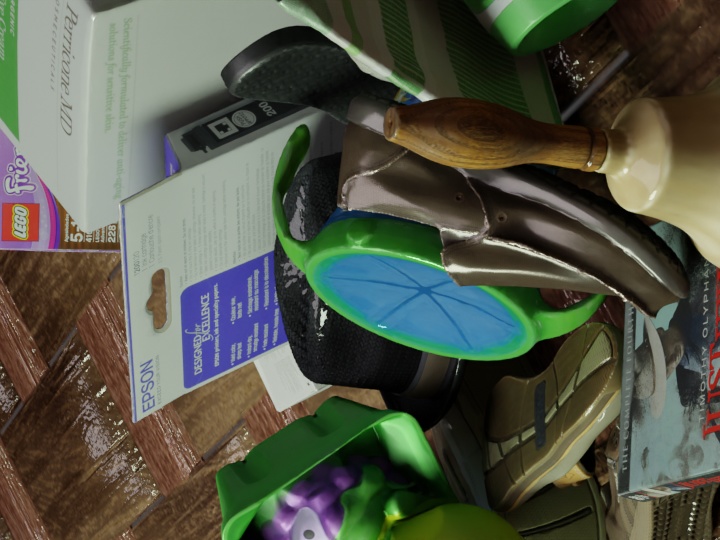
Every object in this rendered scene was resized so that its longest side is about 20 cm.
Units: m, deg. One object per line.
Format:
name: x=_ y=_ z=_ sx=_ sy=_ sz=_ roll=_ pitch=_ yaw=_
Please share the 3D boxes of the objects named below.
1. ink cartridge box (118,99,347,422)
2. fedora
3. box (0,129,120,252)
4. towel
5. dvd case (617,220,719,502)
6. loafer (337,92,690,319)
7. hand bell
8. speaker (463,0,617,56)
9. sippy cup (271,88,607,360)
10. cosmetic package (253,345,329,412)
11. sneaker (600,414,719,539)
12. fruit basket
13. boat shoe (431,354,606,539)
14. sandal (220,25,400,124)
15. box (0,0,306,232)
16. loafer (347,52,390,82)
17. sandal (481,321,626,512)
ink cartridge box: x=-0.076 y=-0.020 z=1.569 sx=0.043 sy=0.199 sz=0.199 roll=43 pitch=147 yaw=34
fedora: x=0.000 y=0.000 z=1.497 sx=0.200 sy=0.091 sz=0.202 roll=179 pitch=90 yaw=-71
box: x=-0.191 y=-0.113 z=1.702 sx=0.039 sy=0.136 sz=0.201 roll=-169 pitch=80 yaw=-69
towel: x=0.027 y=-0.140 z=1.260 sx=0.023 sy=0.200 sz=0.153 roll=-39 pitch=39 yaw=27
dvd case: x=0.189 y=0.030 z=1.216 sx=0.200 sy=0.022 sz=0.147 roll=154 pitch=123 yaw=-63
loafer: x=0.074 y=-0.021 z=1.261 sx=0.199 sy=0.073 sz=0.071 roll=27 pitch=98 yaw=14
hand bell: x=0.103 y=-0.059 z=1.163 sx=0.104 sy=0.199 sz=0.105 roll=-19 pitch=68 yaw=60
speaker: x=0.059 y=-0.214 z=1.273 sx=0.201 sy=0.088 sz=0.088 roll=60 pitch=154 yaw=11
sippy cup: x=0.051 y=-0.037 z=1.367 sx=0.177 sy=0.131 sz=0.139 roll=28 pitch=157 yaw=-23
cosmetic package: x=-0.069 y=-0.006 z=1.740 sx=0.201 sy=0.050 sz=0.083 roll=65 pitch=157 yaw=3
sneaker: x=0.165 y=0.097 z=1.362 sx=0.076 sy=0.070 sz=0.201 roll=55 pitch=152 yaw=33
fruit basket: x=0.024 y=0.187 z=1.435 sx=0.216 sy=0.155 sz=0.216 roll=56 pitch=171 yaw=13
boat shoe: x=0.094 y=0.126 z=1.528 sx=0.201 sy=0.074 sz=0.068 roll=71 pitch=157 yaw=12
sandal: x=-0.014 y=-0.125 z=1.407 sx=0.075 sy=0.200 sz=0.045 roll=-37 pitch=70 yaw=25
box: x=-0.132 y=-0.173 z=1.543 sx=0.171 sy=0.199 sz=0.200 roll=48 pitch=148 yaw=28
loafer: x=0.014 y=-0.177 z=1.382 sx=0.070 sy=0.070 sz=0.201 roll=-44 pitch=41 yaw=33
sandal: x=0.118 y=0.088 z=1.399 sx=0.200 sy=0.054 sz=0.081 roll=134 pitch=145 yaw=-59
